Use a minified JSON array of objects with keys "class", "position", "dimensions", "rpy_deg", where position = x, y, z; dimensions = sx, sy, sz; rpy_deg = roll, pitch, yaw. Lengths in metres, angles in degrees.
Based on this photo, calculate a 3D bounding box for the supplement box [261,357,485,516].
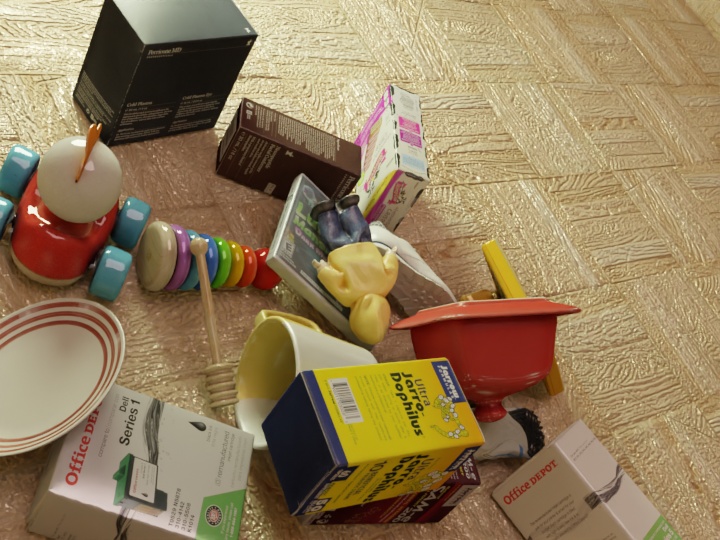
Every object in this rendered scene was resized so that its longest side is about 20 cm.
[{"class":"supplement box","position":[0.014,0.173,1.007],"dimensions":[0.197,0.109,0.111],"rpy_deg":[-1,53,-36]}]

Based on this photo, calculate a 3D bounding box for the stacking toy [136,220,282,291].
[{"class":"stacking toy","position":[-0.182,-0.008,1.220],"dimensions":[0.197,0.086,0.087],"rpy_deg":[8,49,-38]}]

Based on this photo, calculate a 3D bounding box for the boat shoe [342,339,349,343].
[{"class":"boat shoe","position":[0.031,0.165,1.222],"dimensions":[0.201,0.072,0.075],"rpy_deg":[50,42,12]}]

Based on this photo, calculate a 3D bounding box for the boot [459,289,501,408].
[{"class":"boot","position":[0.171,0.107,1.357],"dimensions":[0.200,0.070,0.147],"rpy_deg":[-21,87,-58]}]

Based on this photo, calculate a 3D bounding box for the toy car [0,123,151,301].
[{"class":"toy car","position":[-0.325,-0.101,1.098],"dimensions":[0.181,0.201,0.179],"rpy_deg":[25,42,-16]}]

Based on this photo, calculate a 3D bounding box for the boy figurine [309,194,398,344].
[{"class":"boy figurine","position":[0.000,0.000,1.276],"dimensions":[0.122,0.064,0.204],"rpy_deg":[-15,77,-23]}]

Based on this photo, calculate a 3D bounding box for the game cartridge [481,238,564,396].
[{"class":"game cartridge","position":[0.243,0.075,1.415],"dimensions":[0.177,0.032,0.203],"rpy_deg":[58,10,-59]}]

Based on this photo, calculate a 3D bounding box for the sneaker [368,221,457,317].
[{"class":"sneaker","position":[0.079,0.009,1.382],"dimensions":[0.200,0.076,0.081],"rpy_deg":[44,28,-22]}]

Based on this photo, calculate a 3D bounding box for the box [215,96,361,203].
[{"class":"box","position":[-0.105,-0.162,1.397],"dimensions":[0.196,0.101,0.076],"rpy_deg":[19,44,-21]}]

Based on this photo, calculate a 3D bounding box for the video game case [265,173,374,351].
[{"class":"video game case","position":[-0.037,-0.013,1.326],"dimensions":[0.200,0.023,0.184],"rpy_deg":[43,37,-24]}]

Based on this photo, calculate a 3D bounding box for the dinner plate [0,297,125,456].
[{"class":"dinner plate","position":[-0.331,0.109,0.969],"dimensions":[0.195,0.025,0.203],"rpy_deg":[-9,44,9]}]

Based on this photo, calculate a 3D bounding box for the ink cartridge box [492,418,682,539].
[{"class":"ink cartridge box","position":[0.287,0.318,1.219],"dimensions":[0.083,0.146,0.201],"rpy_deg":[-24,70,-46]}]

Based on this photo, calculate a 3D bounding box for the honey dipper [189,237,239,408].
[{"class":"honey dipper","position":[-0.179,0.060,1.134],"dimensions":[0.037,0.038,0.205],"rpy_deg":[-2,76,-38]}]

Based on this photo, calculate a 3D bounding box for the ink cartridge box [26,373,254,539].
[{"class":"ink cartridge box","position":[-0.221,0.215,0.978],"dimensions":[0.197,0.085,0.148],"rpy_deg":[23,42,-18]}]

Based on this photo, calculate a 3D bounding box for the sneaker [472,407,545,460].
[{"class":"sneaker","position":[0.185,0.224,1.295],"dimensions":[0.198,0.072,0.074],"rpy_deg":[15,67,-45]}]

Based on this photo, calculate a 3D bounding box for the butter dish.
[{"class":"butter dish","position":[0.158,0.117,1.208],"dimensions":[0.196,0.199,0.152],"rpy_deg":[-2,84,-23]}]

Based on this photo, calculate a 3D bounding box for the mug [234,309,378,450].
[{"class":"mug","position":[-0.052,0.125,1.138],"dimensions":[0.151,0.149,0.191],"rpy_deg":[13,63,-33]}]

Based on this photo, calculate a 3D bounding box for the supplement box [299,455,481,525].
[{"class":"supplement box","position":[0.031,0.249,1.119],"dimensions":[0.196,0.109,0.062],"rpy_deg":[7,48,-30]}]

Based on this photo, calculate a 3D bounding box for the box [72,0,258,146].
[{"class":"box","position":[-0.271,-0.286,1.320],"dimensions":[0.198,0.183,0.105],"rpy_deg":[-20,65,-45]}]

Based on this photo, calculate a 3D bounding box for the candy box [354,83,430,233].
[{"class":"candy box","position":[0.045,-0.172,1.489],"dimensions":[0.060,0.137,0.203],"rpy_deg":[16,45,-21]}]
